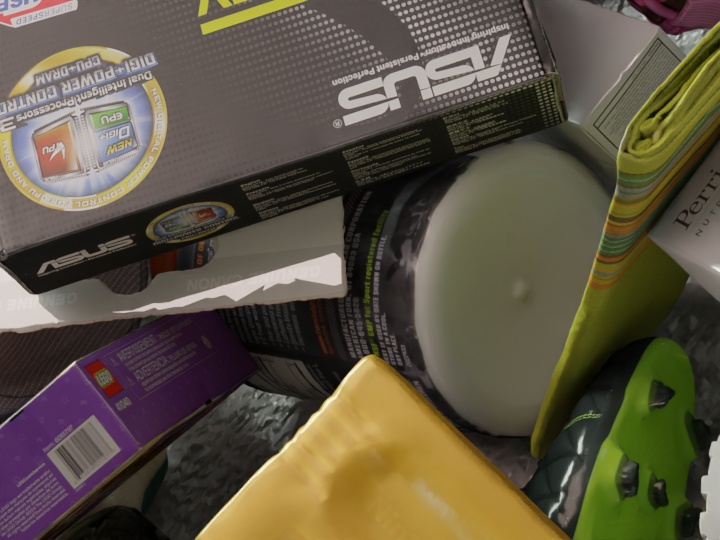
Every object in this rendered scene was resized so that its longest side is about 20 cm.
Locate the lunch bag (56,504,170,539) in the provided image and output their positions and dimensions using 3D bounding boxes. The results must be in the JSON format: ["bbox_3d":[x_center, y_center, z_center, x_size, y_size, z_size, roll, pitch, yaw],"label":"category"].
[{"bbox_3d":[-0.119,0.185,0.836,0.164,0.118,0.200,-43,30,3],"label":"lunch bag"}]

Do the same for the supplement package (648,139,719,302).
[{"bbox_3d":[0.198,0.005,0.624,0.121,0.120,0.200,-53,33,-1],"label":"supplement package"}]

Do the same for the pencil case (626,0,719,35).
[{"bbox_3d":[0.069,-0.155,0.859,0.200,0.091,0.094,33,108,41],"label":"pencil case"}]

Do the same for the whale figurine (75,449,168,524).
[{"bbox_3d":[-0.174,0.127,0.995,0.199,0.104,0.159,-11,32,14],"label":"whale figurine"}]

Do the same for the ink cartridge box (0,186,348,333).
[{"bbox_3d":[-0.081,-0.072,0.847,0.160,0.050,0.201,-6,72,9],"label":"ink cartridge box"}]

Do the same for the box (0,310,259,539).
[{"bbox_3d":[-0.137,0.093,0.827,0.200,0.039,0.137,-40,-3,16],"label":"box"}]

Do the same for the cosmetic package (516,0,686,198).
[{"bbox_3d":[0.069,-0.074,0.892,0.051,0.083,0.200,-51,33,-5],"label":"cosmetic package"}]

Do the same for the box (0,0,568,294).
[{"bbox_3d":[-0.045,-0.098,0.801,0.199,0.044,0.161,-17,69,5],"label":"box"}]

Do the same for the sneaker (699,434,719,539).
[{"bbox_3d":[0.144,0.120,0.636,0.080,0.076,0.201,-22,46,19],"label":"sneaker"}]

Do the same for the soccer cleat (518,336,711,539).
[{"bbox_3d":[0.051,0.108,0.745,0.081,0.068,0.201,11,69,38],"label":"soccer cleat"}]

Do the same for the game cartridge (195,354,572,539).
[{"bbox_3d":[-0.003,0.155,0.689,0.176,0.032,0.200,43,94,20],"label":"game cartridge"}]

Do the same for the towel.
[{"bbox_3d":[0.091,-0.013,0.728,0.018,0.200,0.086,38,65,15],"label":"towel"}]

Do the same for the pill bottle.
[{"bbox_3d":[0.000,0.000,0.878,0.200,0.106,0.107,7,64,52],"label":"pill bottle"}]

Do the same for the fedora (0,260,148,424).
[{"bbox_3d":[-0.151,0.009,0.898,0.090,0.177,0.200,-6,26,33],"label":"fedora"}]
